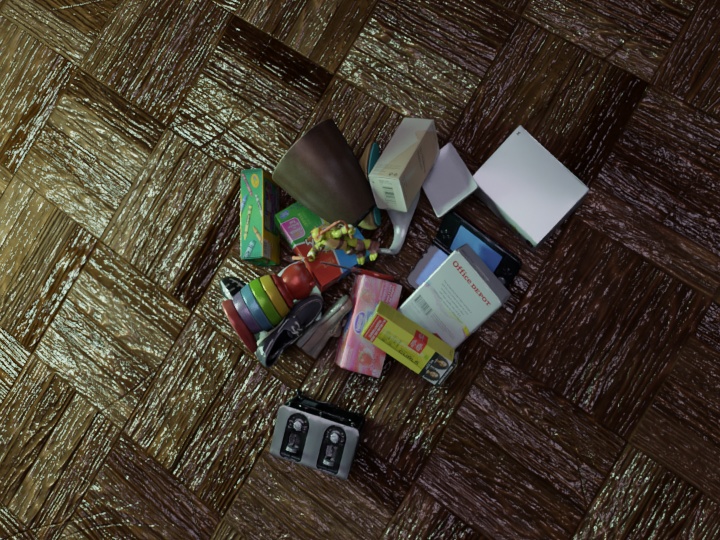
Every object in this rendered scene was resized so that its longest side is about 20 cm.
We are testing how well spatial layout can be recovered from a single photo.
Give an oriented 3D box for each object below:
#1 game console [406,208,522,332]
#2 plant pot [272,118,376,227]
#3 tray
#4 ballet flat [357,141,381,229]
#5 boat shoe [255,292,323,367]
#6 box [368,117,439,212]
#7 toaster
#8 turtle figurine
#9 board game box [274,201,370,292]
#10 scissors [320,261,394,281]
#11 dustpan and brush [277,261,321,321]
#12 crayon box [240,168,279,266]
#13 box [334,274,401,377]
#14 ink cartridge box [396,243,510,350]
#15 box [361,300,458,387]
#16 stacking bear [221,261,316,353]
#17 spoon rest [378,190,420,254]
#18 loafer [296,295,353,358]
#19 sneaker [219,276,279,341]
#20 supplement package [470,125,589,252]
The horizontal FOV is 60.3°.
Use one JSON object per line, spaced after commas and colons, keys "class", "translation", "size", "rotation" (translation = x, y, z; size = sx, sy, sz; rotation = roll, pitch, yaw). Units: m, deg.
{"class": "game console", "translation": [0.219, 0.002, 1.336], "size": [0.198, 0.174, 0.119], "rotation": [38, 58, 14]}
{"class": "plant pot", "translation": [-0.062, -0.189, 1.362], "size": [0.186, 0.187, 0.201], "rotation": [-42, 88, 3]}
{"class": "tray", "translation": [0.188, -0.197, 1.360], "size": [0.106, 0.022, 0.202], "rotation": [-36, 36, 15]}
{"class": "ballet flat", "translation": [0.011, -0.197, 1.435], "size": [0.061, 0.068, 0.207], "rotation": [-4, 80, 25]}
{"class": "boat shoe", "translation": [-0.150, 0.136, 1.375], "size": [0.199, 0.073, 0.063], "rotation": [-43, 36, 0]}
{"class": "box", "translation": [0.099, -0.234, 1.354], "size": [0.076, 0.096, 0.203], "rotation": [10, 54, 28]}
{"class": "toaster", "translation": [-0.088, 0.348, 1.328], "size": [0.175, 0.200, 0.122], "rotation": [17, 88, 5]}
{"class": "turtle figurine", "translation": [-0.049, -0.059, 1.326], "size": [0.199, 0.158, 0.066], "rotation": [-34, 49, 45]}
{"class": "board game box", "translation": [-0.084, -0.076, 1.420], "size": [0.151, 0.041, 0.202], "rotation": [-32, 77, -20]}
{"class": "scissors", "translation": [0.000, 0.000, 1.347], "size": [0.072, 0.197, 0.014], "rotation": [17, 92, 39]}
{"class": "dustpan and brush", "translation": [-0.184, 0.048, 1.455], "size": [0.193, 0.057, 0.145], "rotation": [-1, 90, 5]}
{"class": "crayon box", "translation": [-0.233, -0.120, 1.447], "size": [0.056, 0.119, 0.207], "rotation": [-3, 81, 11]}
{"class": "box", "translation": [0.015, 0.119, 1.357], "size": [0.092, 0.102, 0.207], "rotation": [15, 86, -10]}
{"class": "ink cartridge box", "translation": [0.196, 0.068, 1.306], "size": [0.147, 0.082, 0.200], "rotation": [49, 119, 11]}
{"class": "box", "translation": [0.102, 0.151, 1.275], "size": [0.197, 0.050, 0.076], "rotation": [35, 120, -3]}
{"class": "stacking bear", "translation": [-0.188, 0.060, 1.336], "size": [0.197, 0.115, 0.122], "rotation": [-33, 53, -6]}
{"class": "spoon rest", "translation": [0.084, -0.129, 1.413], "size": [0.097, 0.060, 0.206], "rotation": [5, 76, 36]}
{"class": "loafer", "translation": [-0.068, 0.128, 1.377], "size": [0.063, 0.072, 0.200], "rotation": [44, 130, -4]}
{"class": "sneaker", "translation": [-0.269, 0.103, 1.444], "size": [0.201, 0.073, 0.080], "rotation": [50, 122, 11]}
{"class": "supplement package", "translation": [0.358, -0.172, 1.332], "size": [0.156, 0.111, 0.200], "rotation": [-44, 76, 3]}
